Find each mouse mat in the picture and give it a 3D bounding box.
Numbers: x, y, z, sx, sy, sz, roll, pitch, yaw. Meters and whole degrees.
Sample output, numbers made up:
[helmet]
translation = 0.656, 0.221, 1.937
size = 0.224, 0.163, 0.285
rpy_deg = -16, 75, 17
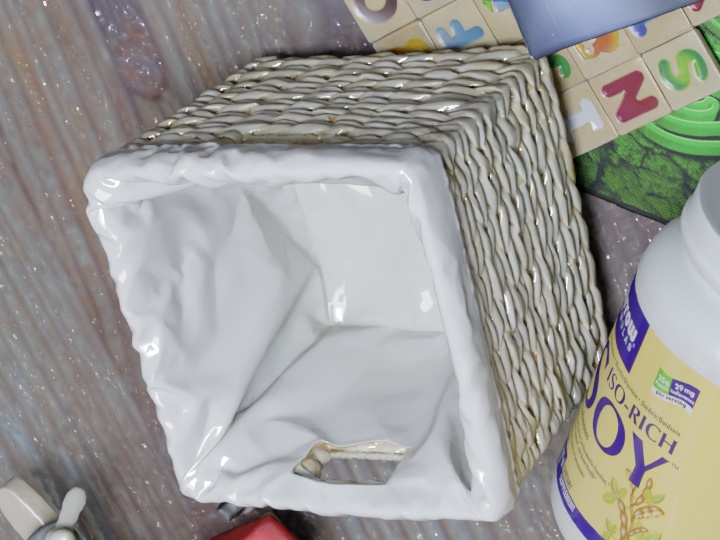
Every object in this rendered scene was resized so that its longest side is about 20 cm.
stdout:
[mouse mat]
translation = 0.131, -0.105, 1.375
size = 0.199, 0.008, 0.161
rpy_deg = 22, 123, 16

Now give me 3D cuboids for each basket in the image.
[basket]
translation = 0.000, 0.000, 1.392
size = 0.198, 0.161, 0.201
rpy_deg = 1, 119, 32

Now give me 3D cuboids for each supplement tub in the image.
[supplement tub]
translation = 0.188, 0.059, 1.344
size = 0.145, 0.145, 0.200
rpy_deg = 27, 125, 13

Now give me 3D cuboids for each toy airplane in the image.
[toy airplane]
translation = -0.119, 0.220, 1.593
size = 0.199, 0.141, 0.200
rpy_deg = 9, 119, 24

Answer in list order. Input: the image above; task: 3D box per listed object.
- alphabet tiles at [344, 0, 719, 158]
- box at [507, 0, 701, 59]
[alphabet tiles]
translation = 0.088, -0.137, 1.373
size = 0.200, 0.006, 0.167
rpy_deg = -24, 102, 35
[box]
translation = 0.138, -0.229, 1.226
size = 0.198, 0.123, 0.200
rpy_deg = -18, 106, 27
